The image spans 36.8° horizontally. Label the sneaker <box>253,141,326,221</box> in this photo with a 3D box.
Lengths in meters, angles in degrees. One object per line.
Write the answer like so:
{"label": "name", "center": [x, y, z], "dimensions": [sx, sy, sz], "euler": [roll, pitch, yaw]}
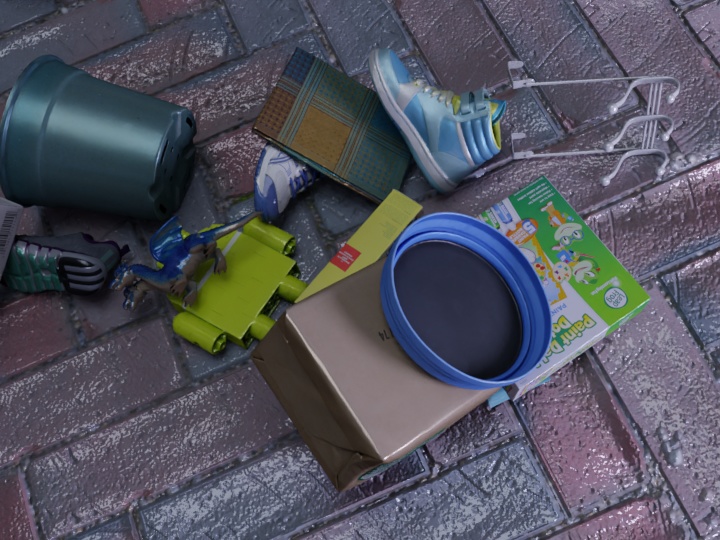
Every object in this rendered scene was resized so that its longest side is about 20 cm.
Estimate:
{"label": "sneaker", "center": [-0.072, -0.142, 1.380], "dimensions": [0.088, 0.075, 0.200], "euler": [14, 57, 11]}

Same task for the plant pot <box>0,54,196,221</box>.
{"label": "plant pot", "center": [-0.325, -0.157, 1.383], "dimensions": [0.195, 0.200, 0.201], "euler": [13, 65, 8]}

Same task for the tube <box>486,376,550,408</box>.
{"label": "tube", "center": [0.139, 0.058, 1.263], "dimensions": [0.077, 0.050, 0.200], "euler": [-26, 64, -2]}

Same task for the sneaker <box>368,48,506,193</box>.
{"label": "sneaker", "center": [0.104, -0.210, 1.343], "dimensions": [0.130, 0.080, 0.200], "euler": [-30, 92, 22]}

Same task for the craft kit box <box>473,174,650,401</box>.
{"label": "craft kit box", "center": [0.193, 0.016, 1.244], "dimensions": [0.200, 0.049, 0.198], "euler": [-32, 74, -18]}

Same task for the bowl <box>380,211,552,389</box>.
{"label": "bowl", "center": [0.111, 0.034, 1.146], "dimensions": [0.200, 0.039, 0.201], "euler": [15, 55, -23]}

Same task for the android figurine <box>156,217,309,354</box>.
{"label": "android figurine", "center": [-0.160, 0.015, 1.340], "dimensions": [0.200, 0.041, 0.182], "euler": [29, 71, 21]}

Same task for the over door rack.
{"label": "over door rack", "center": [0.273, -0.172, 1.305], "dimensions": [0.199, 0.148, 0.067], "euler": [7, 58, 13]}

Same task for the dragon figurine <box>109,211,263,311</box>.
{"label": "dragon figurine", "center": [-0.216, -0.024, 1.309], "dimensions": [0.099, 0.059, 0.200], "euler": [37, 84, 31]}

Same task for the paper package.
{"label": "paper package", "center": [0.019, 0.101, 1.152], "dimensions": [0.200, 0.103, 0.191], "euler": [-26, 76, -39]}

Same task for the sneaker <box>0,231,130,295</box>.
{"label": "sneaker", "center": [-0.396, -0.017, 1.396], "dimensions": [0.199, 0.075, 0.088], "euler": [11, 33, 21]}

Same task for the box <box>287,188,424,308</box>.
{"label": "box", "center": [0.000, 0.000, 1.301], "dimensions": [0.050, 0.075, 0.200], "euler": [35, 74, 24]}

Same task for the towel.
{"label": "towel", "center": [-0.023, -0.181, 1.374], "dimensions": [0.200, 0.022, 0.147], "euler": [29, 62, -8]}

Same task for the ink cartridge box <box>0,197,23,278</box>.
{"label": "ink cartridge box", "center": [-0.497, 0.005, 1.284], "dimensions": [0.045, 0.176, 0.201], "euler": [22, 96, 19]}
